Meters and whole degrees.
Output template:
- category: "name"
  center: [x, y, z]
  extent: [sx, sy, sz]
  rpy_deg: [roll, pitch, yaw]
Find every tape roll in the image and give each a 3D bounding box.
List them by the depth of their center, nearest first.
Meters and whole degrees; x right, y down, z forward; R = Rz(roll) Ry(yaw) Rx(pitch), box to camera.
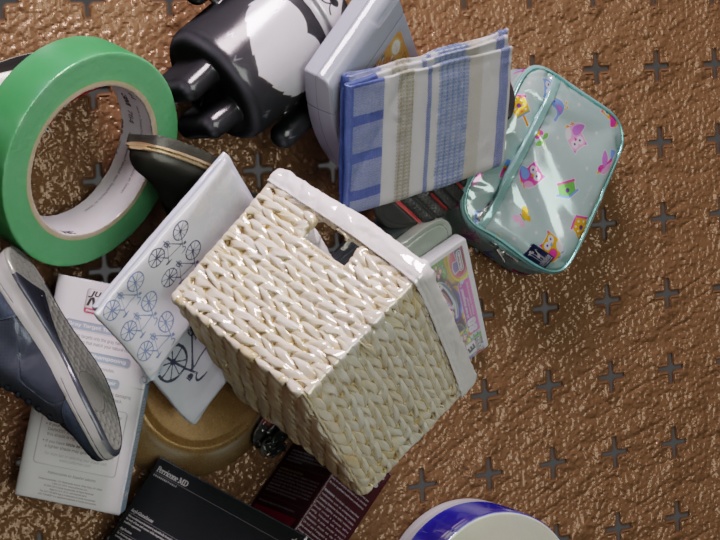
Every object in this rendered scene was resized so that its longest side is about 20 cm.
- category: "tape roll"
  center: [-0.251, -0.105, 1.571]
  extent: [0.200, 0.048, 0.202]
  rpy_deg: [-30, 133, -37]

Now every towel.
- category: "towel"
  center: [0.061, -0.142, 1.680]
  extent: [0.198, 0.024, 0.148]
  rpy_deg: [-19, 125, -30]

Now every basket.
- category: "basket"
  center: [-0.030, 0.057, 1.563]
  extent: [0.161, 0.198, 0.201]
  rpy_deg: [-47, 145, -14]

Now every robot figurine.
- category: "robot figurine"
  center: [-0.097, -0.205, 1.657]
  extent: [0.200, 0.124, 0.151]
  rpy_deg: [-43, 153, -24]

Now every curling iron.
- category: "curling iron"
  center: [-0.049, 0.101, 1.750]
  extent: [0.201, 0.025, 0.050]
  rpy_deg: [-57, 158, -24]

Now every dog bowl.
- category: "dog bowl"
  center: [0.124, 0.342, 1.828]
  extent: [0.198, 0.079, 0.203]
  rpy_deg: [-2, 93, -28]

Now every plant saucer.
- category: "plant saucer"
  center: [-0.157, 0.099, 1.690]
  extent: [0.198, 0.035, 0.203]
  rpy_deg: [-1, 92, -29]

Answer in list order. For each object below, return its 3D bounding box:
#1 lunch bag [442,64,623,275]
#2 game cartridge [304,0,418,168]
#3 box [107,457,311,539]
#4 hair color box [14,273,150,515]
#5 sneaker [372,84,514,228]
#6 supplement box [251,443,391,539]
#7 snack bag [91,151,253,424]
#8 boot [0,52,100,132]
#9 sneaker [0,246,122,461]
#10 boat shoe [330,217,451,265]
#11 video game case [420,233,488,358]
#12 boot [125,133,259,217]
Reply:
- category: "lunch bag"
  center: [0.175, -0.102, 1.839]
  extent: [0.160, 0.077, 0.202]
  rpy_deg: [32, 77, -26]
- category: "game cartridge"
  center: [0.006, -0.172, 1.702]
  extent: [0.134, 0.041, 0.200]
  rpy_deg: [-60, 157, -16]
- category: "box"
  center: [-0.137, 0.277, 1.610]
  extent: [0.142, 0.199, 0.079]
  rpy_deg: [-58, 140, -12]
- category: "hair color box"
  center: [-0.244, 0.112, 1.610]
  extent: [0.098, 0.061, 0.202]
  rpy_deg: [11, 87, -1]
- category: "sneaker"
  center: [0.074, -0.119, 1.779]
  extent: [0.201, 0.086, 0.074]
  rpy_deg: [-50, 117, -17]
- category: "supplement box"
  center: [-0.067, 0.254, 1.705]
  extent: [0.061, 0.109, 0.201]
  rpy_deg: [41, 74, -24]
- category: "snack bag"
  center: [-0.138, 0.025, 1.591]
  extent: [0.189, 0.021, 0.201]
  rpy_deg: [-51, 139, -19]
- category: "boot"
  center: [-0.304, -0.113, 1.590]
  extent: [0.199, 0.072, 0.146]
  rpy_deg: [-22, 112, -29]
- category: "sneaker"
  center: [-0.308, 0.103, 1.546]
  extent: [0.145, 0.077, 0.204]
  rpy_deg: [-32, 87, 9]
- category: "boat shoe"
  center: [0.000, 0.000, 1.761]
  extent: [0.199, 0.060, 0.076]
  rpy_deg: [-30, 133, -26]
- category: "video game case"
  center: [0.041, 0.072, 1.776]
  extent: [0.199, 0.018, 0.144]
  rpy_deg: [-34, 130, -24]
- category: "boot"
  center: [-0.155, -0.027, 1.604]
  extent: [0.200, 0.077, 0.140]
  rpy_deg: [35, 71, -47]
